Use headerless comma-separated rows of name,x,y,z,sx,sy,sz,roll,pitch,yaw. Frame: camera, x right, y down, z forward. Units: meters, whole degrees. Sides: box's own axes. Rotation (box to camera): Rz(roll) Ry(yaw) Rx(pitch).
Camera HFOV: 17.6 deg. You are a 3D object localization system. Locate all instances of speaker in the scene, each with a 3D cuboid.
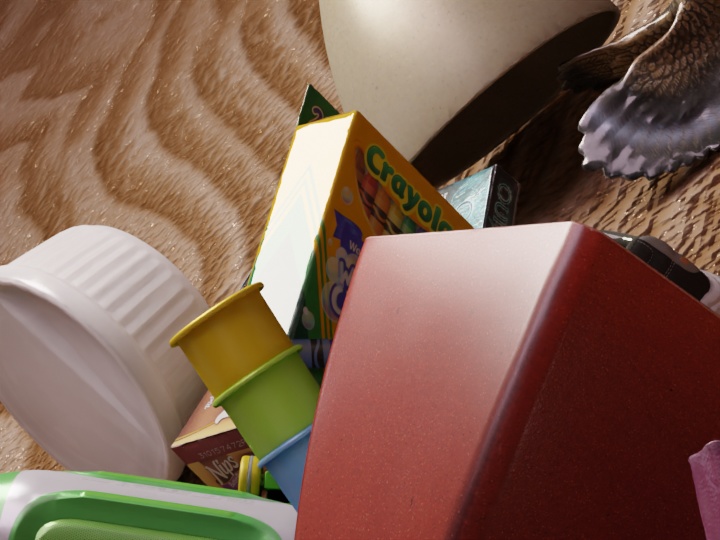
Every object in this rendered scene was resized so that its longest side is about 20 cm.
speaker,-0.111,0.162,1.292,0.088,0.199,0.089,7,-90,-84

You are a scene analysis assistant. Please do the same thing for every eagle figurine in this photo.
eagle figurine,0.210,-0.160,1.442,0.151,0.151,0.201,-8,-54,-50

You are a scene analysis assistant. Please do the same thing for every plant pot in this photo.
plant pot,0.083,0.108,1.042,0.200,0.200,0.177,-2,58,62

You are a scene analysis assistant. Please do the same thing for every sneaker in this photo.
sneaker,0.125,0.012,1.293,0.074,0.079,0.200,-55,20,-22

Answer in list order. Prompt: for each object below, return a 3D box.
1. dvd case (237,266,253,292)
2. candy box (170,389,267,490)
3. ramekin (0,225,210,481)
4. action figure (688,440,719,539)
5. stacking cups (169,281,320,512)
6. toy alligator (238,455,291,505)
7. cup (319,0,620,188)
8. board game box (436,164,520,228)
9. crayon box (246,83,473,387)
dvd case,-0.057,-0.013,1.713,0.200,0.022,0.146,-60,1,-34
candy box,-0.032,0.053,1.557,0.116,0.056,0.200,-19,31,50
ramekin,-0.178,0.059,1.648,0.094,0.203,0.202,-43,16,-31
action figure,0.162,0.158,0.890,0.149,0.133,0.201,76,-157,-72
stacking cups,-0.025,0.106,1.225,0.060,0.200,0.061,-32,-3,-2
toy alligator,-0.040,0.120,1.373,0.054,0.059,0.201,90,-176,-75
cup,0.055,-0.163,1.569,0.200,0.143,0.200,-37,-9,-7
board game box,0.028,0.039,1.429,0.135,0.028,0.201,-22,43,39
crayon box,0.000,0.000,1.352,0.051,0.126,0.201,-13,49,37
